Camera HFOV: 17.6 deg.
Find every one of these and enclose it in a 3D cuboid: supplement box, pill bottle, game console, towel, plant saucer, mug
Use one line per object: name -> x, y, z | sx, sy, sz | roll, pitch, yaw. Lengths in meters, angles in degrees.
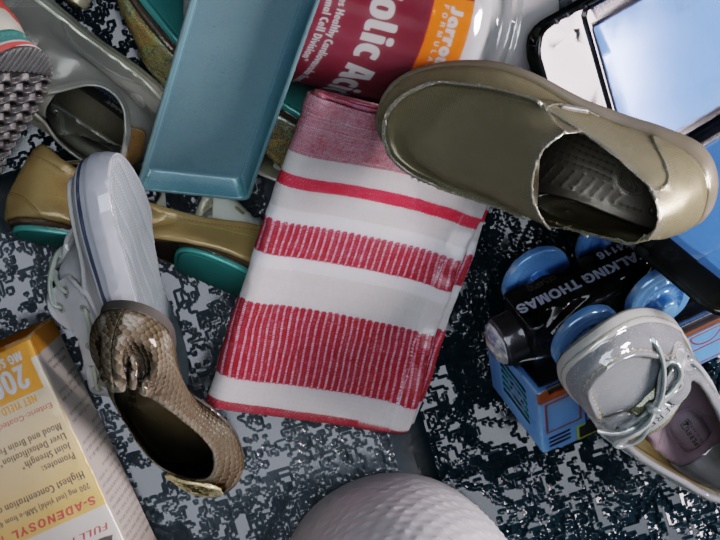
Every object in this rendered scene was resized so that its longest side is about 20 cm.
supplement box -> -0.202, 0.147, 1.381 | 0.126, 0.074, 0.201 | -24, 96, 6
pill bottle -> 0.007, -0.156, 1.363 | 0.199, 0.114, 0.115 | 12, 92, -22
game console -> 0.220, -0.097, 1.369 | 0.200, 0.116, 0.177 | -30, 113, -30
towel -> 0.000, 0.000, 1.386 | 0.144, 0.023, 0.201 | 11, 107, -31
plant saucer -> -0.075, -0.107, 1.310 | 0.070, 0.200, 0.019 | 6, 53, -14
mug -> 0.046, 0.225, 1.374 | 0.147, 0.175, 0.200 | -38, 97, -3

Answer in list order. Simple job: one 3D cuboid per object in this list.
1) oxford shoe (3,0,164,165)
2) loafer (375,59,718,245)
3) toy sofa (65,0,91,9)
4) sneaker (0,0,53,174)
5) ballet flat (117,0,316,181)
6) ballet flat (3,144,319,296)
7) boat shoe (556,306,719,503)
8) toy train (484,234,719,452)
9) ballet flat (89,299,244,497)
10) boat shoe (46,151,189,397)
oxford shoe -> -0.201, -0.124, 1.368 | 0.200, 0.058, 0.075 | 33, 130, -2
loafer -> 0.097, -0.065, 1.292 | 0.199, 0.068, 0.076 | 14, 112, 17
toy sofa -> -0.223, -0.239, 1.354 | 0.200, 0.098, 0.083 | 33, 89, -9
sneaker -> -0.253, -0.091, 1.352 | 0.070, 0.200, 0.094 | -11, 60, -45
ballet flat -> -0.076, -0.104, 1.401 | 0.200, 0.071, 0.071 | 34, 89, -6
ballet flat -> -0.112, -0.030, 1.398 | 0.199, 0.069, 0.063 | 15, 76, -9
boat shoe -> 0.178, 0.082, 1.363 | 0.074, 0.202, 0.065 | -38, 55, 5
toy train -> 0.167, 0.023, 1.412 | 0.199, 0.087, 0.115 | -24, 138, -14
ballet flat -> -0.115, 0.086, 1.349 | 0.067, 0.200, 0.047 | 5, 59, 14
boat shoe -> -0.151, 0.014, 1.346 | 0.066, 0.074, 0.201 | -2, 135, 8
